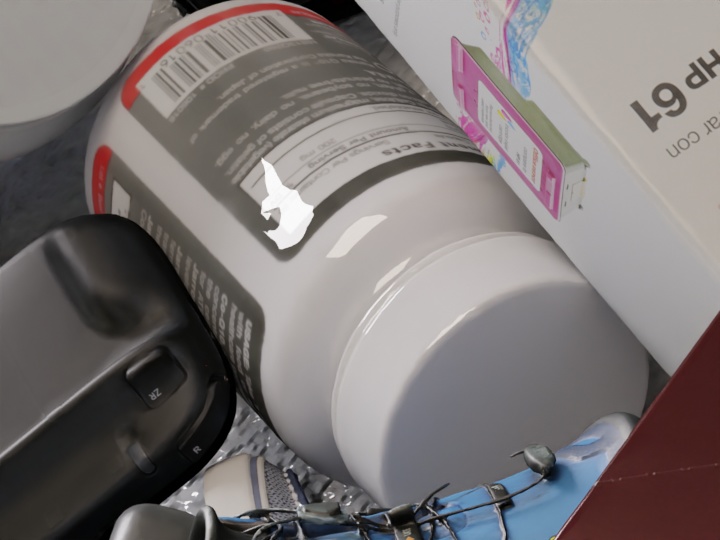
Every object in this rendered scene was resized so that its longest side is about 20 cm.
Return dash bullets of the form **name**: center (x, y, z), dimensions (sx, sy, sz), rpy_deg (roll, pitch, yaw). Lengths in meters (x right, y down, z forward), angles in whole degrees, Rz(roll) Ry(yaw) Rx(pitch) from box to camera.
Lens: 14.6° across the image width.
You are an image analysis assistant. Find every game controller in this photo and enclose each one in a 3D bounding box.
- **game controller**: center (-0.133, 0.068, 0.902), dimensions (0.200, 0.042, 0.104), rpy_deg (-38, 49, 8)

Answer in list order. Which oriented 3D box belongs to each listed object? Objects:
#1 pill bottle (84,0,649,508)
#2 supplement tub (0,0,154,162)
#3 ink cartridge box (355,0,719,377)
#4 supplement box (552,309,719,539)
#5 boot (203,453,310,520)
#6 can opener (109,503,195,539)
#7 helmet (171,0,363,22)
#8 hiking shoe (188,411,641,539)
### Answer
- **pill bottle**: center (0.000, 0.000, 0.914), dimensions (0.114, 0.114, 0.200), rpy_deg (-38, 41, -8)
- **supplement tub**: center (-0.159, -0.107, 1.011), dimensions (0.144, 0.144, 0.200), rpy_deg (-46, 16, -17)
- **ink cartridge box**: center (0.097, -0.084, 0.827), dimensions (0.144, 0.085, 0.200), rpy_deg (-34, 73, -17)
- **supplement box**: center (0.171, 0.087, 0.681), dimensions (0.197, 0.133, 0.200), rpy_deg (25, 64, 30)
- **boot**: center (0.020, 0.122, 0.825), dimensions (0.090, 0.073, 0.200), rpy_deg (-23, 49, -1)
- **can opener**: center (-0.071, 0.163, 0.817), dimensions (0.066, 0.053, 0.201), rpy_deg (10, 53, 2)
- **helmet**: center (-0.031, -0.195, 1.065), dimensions (0.199, 0.191, 0.200), rpy_deg (-17, 42, 16)
- **hiking shoe**: center (-0.004, 0.091, 0.738), dimensions (0.200, 0.087, 0.074), rpy_deg (-35, 17, -5)
